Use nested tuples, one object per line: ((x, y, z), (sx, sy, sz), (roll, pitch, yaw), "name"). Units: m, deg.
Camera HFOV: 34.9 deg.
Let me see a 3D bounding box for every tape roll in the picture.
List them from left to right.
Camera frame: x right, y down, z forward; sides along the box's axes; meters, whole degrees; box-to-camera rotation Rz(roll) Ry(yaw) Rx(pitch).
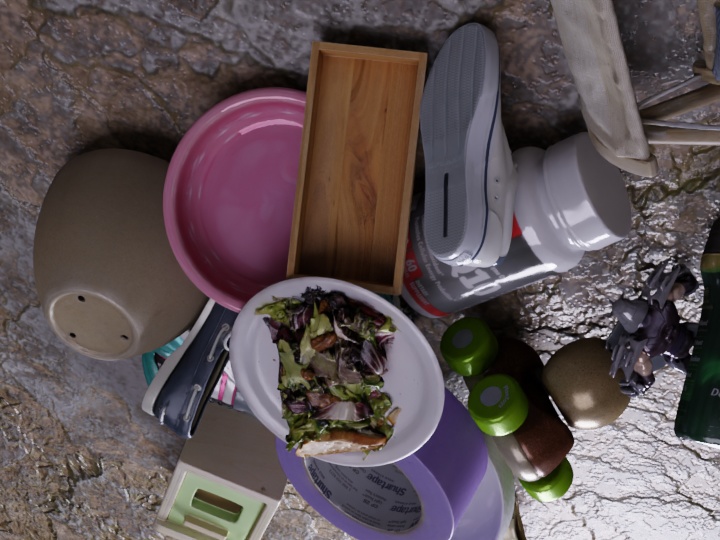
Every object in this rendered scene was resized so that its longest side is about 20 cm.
((0.020, 0.182, 1.132), (0.198, 0.085, 0.201), (21, 139, 19), "tape roll")

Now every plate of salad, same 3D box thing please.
((-0.026, 0.097, 0.990), (0.198, 0.048, 0.202), (10, 124, 15), "plate of salad")

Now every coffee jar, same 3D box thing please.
((0.337, 0.056, 0.990), (0.103, 0.203, 0.085), (9, 176, 10), "coffee jar")

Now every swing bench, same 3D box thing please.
((0.233, -0.186, 0.829), (0.198, 0.131, 0.200), (-8, 130, 24), "swing bench")

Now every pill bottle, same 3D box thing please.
((0.127, -0.040, 1.010), (0.199, 0.115, 0.114), (-23, 123, 33), "pill bottle")

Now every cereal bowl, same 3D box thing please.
((0.081, 0.226, 1.252), (0.198, 0.083, 0.203), (9, 109, 27), "cereal bowl")

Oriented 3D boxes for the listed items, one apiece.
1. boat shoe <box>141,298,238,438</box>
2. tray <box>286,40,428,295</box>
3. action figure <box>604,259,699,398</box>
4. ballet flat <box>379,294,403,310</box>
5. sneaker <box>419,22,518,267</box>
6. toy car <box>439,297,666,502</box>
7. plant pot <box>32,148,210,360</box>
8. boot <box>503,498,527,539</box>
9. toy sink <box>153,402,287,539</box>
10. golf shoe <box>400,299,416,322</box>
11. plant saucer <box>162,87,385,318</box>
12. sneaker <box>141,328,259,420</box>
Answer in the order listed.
((-0.131, 0.065, 1.092), (0.061, 0.201, 0.075), (33, 172, 8), "boat shoe")
((-0.002, -0.086, 0.972), (0.097, 0.037, 0.203), (7, 93, 6), "tray")
((0.297, 0.069, 1.066), (0.199, 0.069, 0.131), (27, 98, -27), "action figure")
((0.000, 0.000, 1.110), (0.071, 0.072, 0.202), (-7, 119, 22), "ballet flat")
((0.092, -0.099, 0.936), (0.073, 0.203, 0.070), (-4, 166, 45), "sneaker")
((0.208, 0.103, 1.136), (0.199, 0.159, 0.165), (-31, 133, 7), "toy car")
((-0.230, 0.005, 1.092), (0.198, 0.135, 0.202), (9, 134, 9), "plant pot")
((0.108, 0.283, 1.356), (0.154, 0.073, 0.201), (-13, 119, 21), "boot")
((-0.170, 0.270, 1.397), (0.129, 0.113, 0.201), (23, 135, -5), "toy sink")
((-0.041, 0.048, 1.187), (0.197, 0.078, 0.088), (7, 175, -8), "golf shoe")
((-0.075, -0.059, 1.023), (0.198, 0.051, 0.203), (0, 91, 6), "plant saucer")
((-0.168, 0.124, 1.276), (0.120, 0.084, 0.200), (-34, 108, 33), "sneaker")
